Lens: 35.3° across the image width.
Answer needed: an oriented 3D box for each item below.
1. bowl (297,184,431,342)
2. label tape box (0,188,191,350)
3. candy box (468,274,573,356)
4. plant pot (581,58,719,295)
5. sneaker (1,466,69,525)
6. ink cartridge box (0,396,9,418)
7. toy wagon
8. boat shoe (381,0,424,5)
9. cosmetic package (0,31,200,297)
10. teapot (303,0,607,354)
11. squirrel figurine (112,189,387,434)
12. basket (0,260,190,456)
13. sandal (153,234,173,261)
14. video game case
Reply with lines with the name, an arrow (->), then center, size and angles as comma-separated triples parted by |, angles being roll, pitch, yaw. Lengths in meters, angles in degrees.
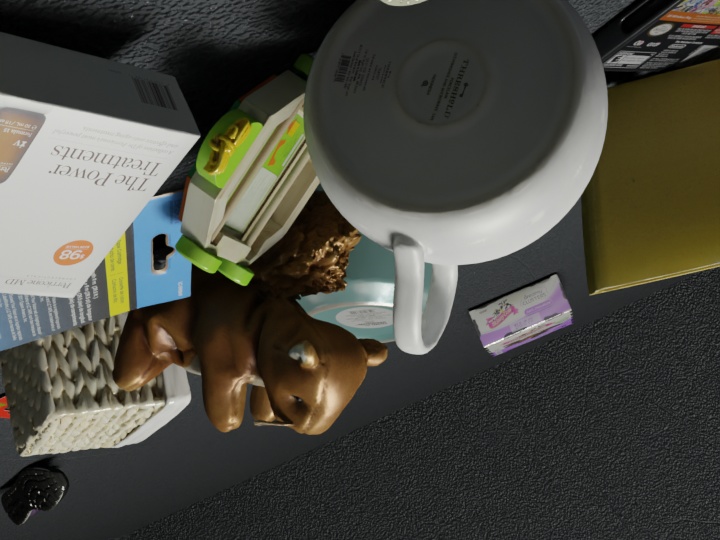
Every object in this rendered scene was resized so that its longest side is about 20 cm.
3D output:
bowl -> 0.000, 0.000, 1.018 | 0.199, 0.106, 0.201 | 0, 158, 0
label tape box -> -0.220, -0.014, 0.777 | 0.199, 0.064, 0.145 | -17, 153, -19
candy box -> 0.291, 0.084, 2.023 | 0.167, 0.072, 0.200 | -23, 167, 7
plant pot -> 0.296, -0.087, 1.053 | 0.198, 0.178, 0.200 | -13, 176, 9
sneaker -> -0.510, 0.346, 1.840 | 0.087, 0.076, 0.200 | -29, 179, -43
ink cartridge box -> -0.337, 0.155, 1.359 | 0.199, 0.050, 0.162 | -26, 166, 4
toy wagon -> -0.068, -0.071, 0.754 | 0.156, 0.039, 0.200 | -57, 165, 1
boat shoe -> 0.004, -0.197, 0.478 | 0.074, 0.063, 0.200 | -18, 152, 4
cosmetic package -> -0.207, -0.054, 0.599 | 0.199, 0.052, 0.151 | 6, 139, -47
teapot -> 0.064, -0.081, 0.711 | 0.199, 0.198, 0.146 | -31, 156, 3
squirrel figurine -> -0.070, 0.030, 0.879 | 0.186, 0.202, 0.141 | 16, -177, 44
basket -> -0.248, 0.087, 1.024 | 0.122, 0.137, 0.200 | -8, 165, -27
sandal -> -0.178, -0.020, 0.922 | 0.076, 0.043, 0.199 | -31, 164, 35
video game case -> 0.305, -0.222, 0.934 | 0.199, 0.026, 0.180 | -9, 162, -42
